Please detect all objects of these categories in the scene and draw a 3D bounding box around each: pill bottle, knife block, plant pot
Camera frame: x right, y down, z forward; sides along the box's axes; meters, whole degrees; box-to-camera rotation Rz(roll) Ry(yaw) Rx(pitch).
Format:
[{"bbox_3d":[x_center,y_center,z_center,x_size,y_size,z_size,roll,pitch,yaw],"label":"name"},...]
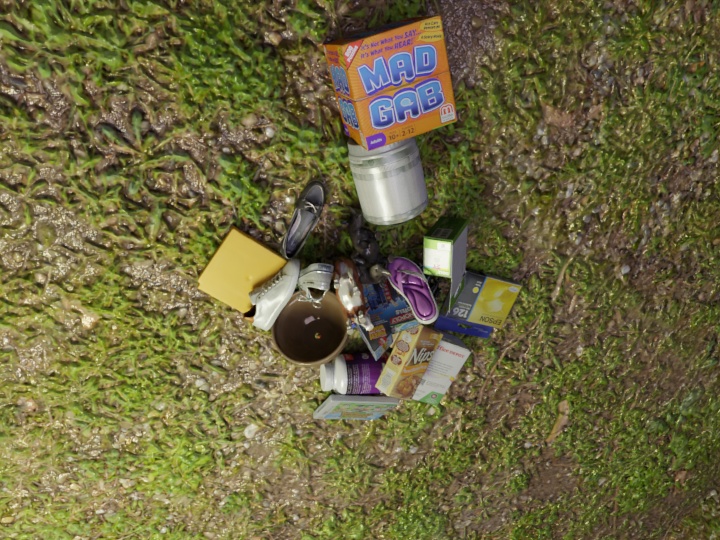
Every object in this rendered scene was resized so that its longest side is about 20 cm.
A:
[{"bbox_3d":[-0.007,0.284,1.397,0.198,0.113,0.113,0,114,-16],"label":"pill bottle"},{"bbox_3d":[0.128,0.084,1.341,0.199,0.064,0.177,-30,131,-26],"label":"knife block"},{"bbox_3d":[-0.118,0.152,1.290,0.200,0.202,0.093,-25,155,-4],"label":"plant pot"}]

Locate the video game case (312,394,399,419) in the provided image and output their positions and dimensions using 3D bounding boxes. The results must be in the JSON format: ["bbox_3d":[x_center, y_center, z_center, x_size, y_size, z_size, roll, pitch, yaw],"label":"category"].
[{"bbox_3d":[-0.016,0.389,1.436,0.198,0.022,0.182,7,149,-19],"label":"video game case"}]

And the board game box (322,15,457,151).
[{"bbox_3d":[0.057,-0.392,1.056,0.198,0.200,0.201,-20,117,-6],"label":"board game box"}]

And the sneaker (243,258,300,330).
[{"bbox_3d":[-0.216,0.051,1.218,0.084,0.073,0.201,25,105,-25],"label":"sneaker"}]

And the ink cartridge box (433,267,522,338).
[{"bbox_3d":[0.335,0.103,1.455,0.196,0.047,0.201,13,108,-21],"label":"ink cartridge box"}]

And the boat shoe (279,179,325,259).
[{"bbox_3d":[-0.133,-0.116,1.208,0.066,0.057,0.201,22,106,-22],"label":"boat shoe"}]

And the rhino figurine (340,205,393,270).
[{"bbox_3d":[0.010,-0.075,1.257,0.060,0.087,0.201,-44,121,-25],"label":"rhino figurine"}]

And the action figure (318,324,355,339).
[{"bbox_3d":[-0.006,0.161,1.364,0.199,0.065,0.099,-35,101,2],"label":"action figure"}]

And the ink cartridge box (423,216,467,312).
[{"bbox_3d":[0.218,-0.016,1.301,0.075,0.148,0.202,10,119,23],"label":"ink cartridge box"}]

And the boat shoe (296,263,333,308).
[{"bbox_3d":[-0.108,0.044,1.191,0.074,0.202,0.087,9,77,-19],"label":"boat shoe"}]

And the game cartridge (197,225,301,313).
[{"bbox_3d":[-0.273,0.013,1.244,0.199,0.032,0.177,33,101,-24],"label":"game cartridge"}]

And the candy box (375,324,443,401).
[{"bbox_3d":[0.130,0.235,1.336,0.115,0.055,0.201,26,91,-49],"label":"candy box"}]

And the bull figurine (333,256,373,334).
[{"bbox_3d":[-0.018,0.069,1.163,0.065,0.122,0.201,-18,113,3],"label":"bull figurine"}]

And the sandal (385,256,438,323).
[{"bbox_3d":[0.128,0.036,1.241,0.082,0.203,0.050,-33,150,-1],"label":"sandal"}]

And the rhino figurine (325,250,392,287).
[{"bbox_3d":[0.000,0.000,1.231,0.060,0.199,0.088,-58,132,-27],"label":"rhino figurine"}]

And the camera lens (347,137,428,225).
[{"bbox_3d":[0.064,-0.215,1.162,0.159,0.160,0.201,-20,118,-6],"label":"camera lens"}]

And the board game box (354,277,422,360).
[{"bbox_3d":[0.060,0.113,1.276,0.198,0.201,0.062,-16,148,-1],"label":"board game box"}]

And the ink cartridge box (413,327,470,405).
[{"bbox_3d":[0.201,0.274,1.469,0.144,0.084,0.201,21,107,-24],"label":"ink cartridge box"}]
